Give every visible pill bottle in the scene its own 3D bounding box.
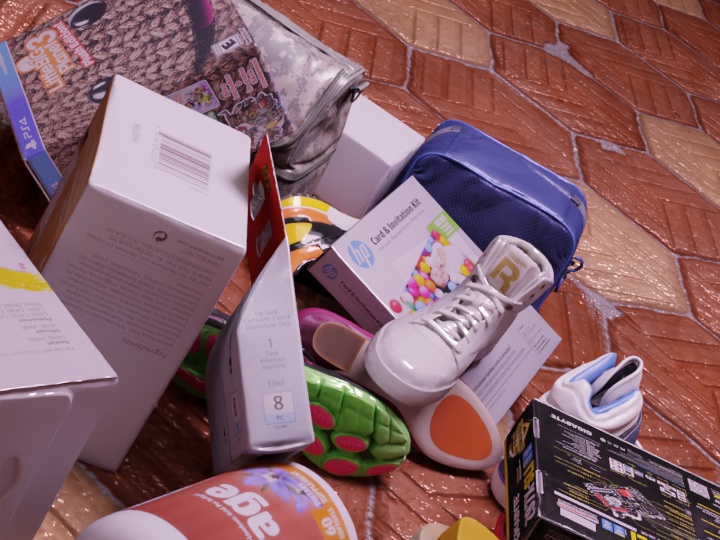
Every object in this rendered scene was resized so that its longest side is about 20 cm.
[{"bbox_3d":[-0.098,0.183,0.858,0.112,0.112,0.200,43,29,22],"label":"pill bottle"}]

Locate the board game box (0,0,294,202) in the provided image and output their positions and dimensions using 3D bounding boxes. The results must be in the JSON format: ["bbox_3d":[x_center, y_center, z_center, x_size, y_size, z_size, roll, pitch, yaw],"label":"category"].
[{"bbox_3d":[-0.180,-0.146,1.219,0.160,0.200,0.097,60,-5,43],"label":"board game box"}]

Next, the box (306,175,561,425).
[{"bbox_3d":[0.067,0.030,1.286,0.200,0.041,0.156,47,39,1],"label":"box"}]

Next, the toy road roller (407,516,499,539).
[{"bbox_3d":[0.058,0.262,0.890,0.146,0.123,0.200,41,25,-15],"label":"toy road roller"}]

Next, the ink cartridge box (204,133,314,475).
[{"bbox_3d":[-0.078,0.029,0.996,0.047,0.160,0.200,-6,78,-14],"label":"ink cartridge box"}]

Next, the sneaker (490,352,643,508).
[{"bbox_3d":[0.209,0.134,1.221,0.200,0.147,0.081,5,37,-41],"label":"sneaker"}]

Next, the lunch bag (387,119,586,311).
[{"bbox_3d":[0.126,-0.047,1.452,0.200,0.136,0.132,31,27,-2],"label":"lunch bag"}]

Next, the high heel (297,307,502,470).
[{"bbox_3d":[0.026,0.093,1.213,0.200,0.067,0.096,40,-10,-18],"label":"high heel"}]

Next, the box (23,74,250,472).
[{"bbox_3d":[-0.163,0.002,0.996,0.106,0.200,0.152,24,28,-17],"label":"box"}]

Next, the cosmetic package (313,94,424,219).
[{"bbox_3d":[-0.047,-0.143,1.499,0.200,0.081,0.113,37,27,8],"label":"cosmetic package"}]

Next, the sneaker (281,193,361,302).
[{"bbox_3d":[0.000,0.000,1.336,0.200,0.070,0.090,15,50,-33],"label":"sneaker"}]

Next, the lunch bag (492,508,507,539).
[{"bbox_3d":[0.172,0.233,1.100,0.200,0.082,0.176,-2,38,-50],"label":"lunch bag"}]

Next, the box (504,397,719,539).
[{"bbox_3d":[0.199,0.185,1.064,0.200,0.049,0.160,25,26,-8],"label":"box"}]

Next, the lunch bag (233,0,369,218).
[{"bbox_3d":[-0.107,-0.166,1.375,0.200,0.168,0.139,36,27,9],"label":"lunch bag"}]

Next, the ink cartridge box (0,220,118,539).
[{"bbox_3d":[-0.268,0.054,0.860,0.146,0.147,0.200,-3,42,-49],"label":"ink cartridge box"}]

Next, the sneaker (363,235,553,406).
[{"bbox_3d":[0.081,0.027,1.153,0.074,0.116,0.200,42,27,10],"label":"sneaker"}]

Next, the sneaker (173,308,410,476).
[{"bbox_3d":[-0.047,0.083,1.122,0.200,0.077,0.084,32,27,-6],"label":"sneaker"}]
